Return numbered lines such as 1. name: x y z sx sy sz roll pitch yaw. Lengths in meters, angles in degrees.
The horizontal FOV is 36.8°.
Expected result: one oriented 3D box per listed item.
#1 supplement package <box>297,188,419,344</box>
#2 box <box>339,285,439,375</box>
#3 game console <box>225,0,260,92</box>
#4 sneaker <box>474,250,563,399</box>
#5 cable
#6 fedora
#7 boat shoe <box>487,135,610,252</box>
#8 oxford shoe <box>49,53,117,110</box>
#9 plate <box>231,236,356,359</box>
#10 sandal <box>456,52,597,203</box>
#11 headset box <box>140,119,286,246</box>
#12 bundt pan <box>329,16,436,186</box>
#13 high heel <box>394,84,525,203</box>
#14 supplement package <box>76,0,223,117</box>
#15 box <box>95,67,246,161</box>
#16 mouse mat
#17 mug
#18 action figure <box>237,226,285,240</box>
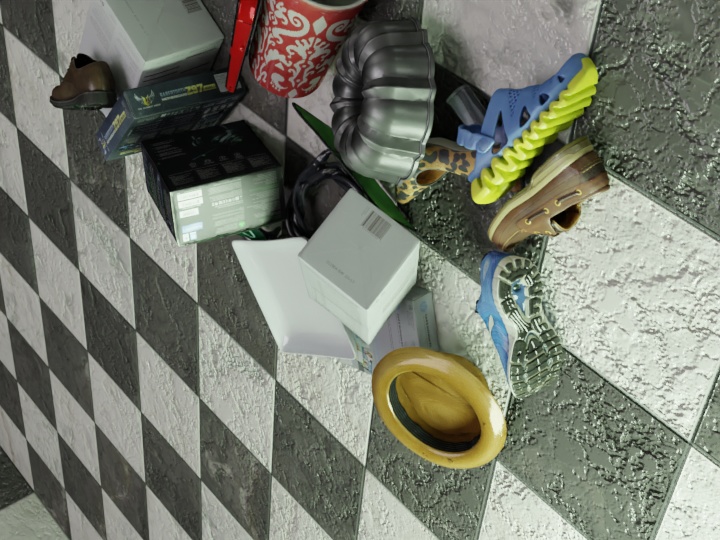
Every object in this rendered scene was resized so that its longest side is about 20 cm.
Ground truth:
1. supplement package: 0.000 0.000 1.380 0.113 0.110 0.200 37 169 10
2. box: 0.033 0.085 1.570 0.198 0.041 0.159 18 125 49
3. game console: -0.143 -0.363 1.424 0.178 0.030 0.203 112 167 -59
4. sneaker: 0.190 0.063 1.322 0.089 0.077 0.203 -135 28 -62
5. cable: -0.042 -0.075 1.562 0.200 0.050 0.165 -39 77 50
6. fedora: 0.113 0.170 1.454 0.197 0.082 0.204 15 127 21
7. boat shoe: 0.206 -0.067 1.201 0.068 0.071 0.200 55 147 10
8. oxford shoe: -0.431 -0.293 1.688 0.198 0.072 0.086 3 98 52
9. plate: -0.094 0.036 1.628 0.198 0.032 0.202 0 118 51
10. sandal: 0.169 -0.163 1.158 0.200 0.079 0.088 -45 71 33
11. headset box: -0.226 -0.139 1.629 0.200 0.171 0.094 -131 32 -51
12. bundt pan: 0.017 -0.205 1.301 0.201 0.074 0.206 -179 90 -70
13. high heel: 0.115 -0.104 1.305 0.144 0.071 0.201 57 139 18
14. supplement package: -0.337 -0.345 1.709 0.153 0.149 0.200 56 145 12
15. box: -0.293 -0.241 1.668 0.157 0.198 0.052 -36 77 56
16. mouse mat: -0.006 -0.132 1.410 0.008 0.161 0.201 -41 73 10
17. mug: -0.064 -0.339 1.391 0.132 0.180 0.201 24 147 -6
18. action figure: -0.214 -0.093 1.722 0.198 0.055 0.118 29 169 11
